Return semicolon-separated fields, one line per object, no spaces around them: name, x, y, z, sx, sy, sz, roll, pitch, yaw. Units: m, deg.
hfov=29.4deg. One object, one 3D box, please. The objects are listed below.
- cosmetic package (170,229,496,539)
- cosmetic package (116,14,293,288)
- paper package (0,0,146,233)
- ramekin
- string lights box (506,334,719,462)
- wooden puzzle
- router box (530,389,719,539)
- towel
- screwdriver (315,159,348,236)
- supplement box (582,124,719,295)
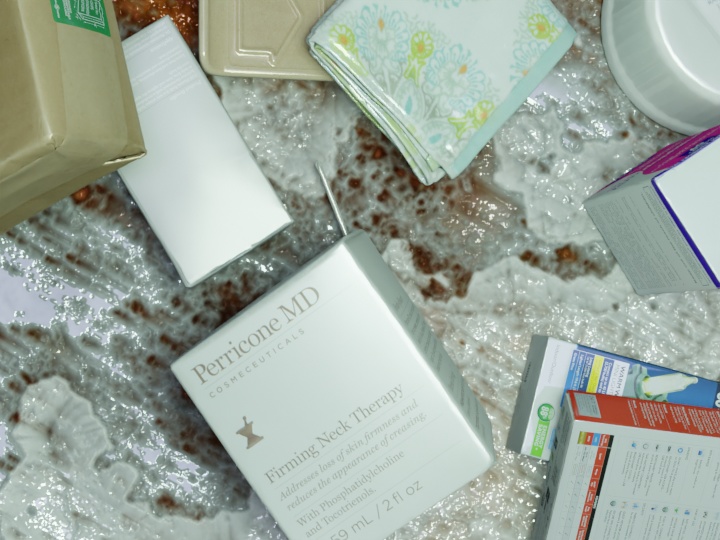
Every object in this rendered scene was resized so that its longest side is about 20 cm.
cosmetic package;-0.016;0.098;1.081;0.167;0.166;0.201;-35;92;7
cosmetic package;-0.149;-0.094;1.129;0.106;0.090;0.201;-30;94;-6
paper package;-0.276;-0.148;1.040;0.190;0.103;0.202;-23;75;30
ramekin;0.317;-0.221;1.183;0.199;0.098;0.202;0;88;-7
string lights box;0.236;0.130;1.177;0.198;0.059;0.104;15;87;-6
wooden puzzle;-0.044;-0.252;1.161;0.198;0.046;0.187;1;87;-20
router box;0.239;0.207;1.132;0.178;0.049;0.201;8;114;-3
towel;0.070;-0.195;1.152;0.171;0.048;0.200;47;71;-15
screwdriver;0.000;0.000;1.166;0.028;0.029;0.201;-21;95;-7
supplement box;0.272;-0.048;1.120;0.101;0.200;0.104;-33;90;-8
